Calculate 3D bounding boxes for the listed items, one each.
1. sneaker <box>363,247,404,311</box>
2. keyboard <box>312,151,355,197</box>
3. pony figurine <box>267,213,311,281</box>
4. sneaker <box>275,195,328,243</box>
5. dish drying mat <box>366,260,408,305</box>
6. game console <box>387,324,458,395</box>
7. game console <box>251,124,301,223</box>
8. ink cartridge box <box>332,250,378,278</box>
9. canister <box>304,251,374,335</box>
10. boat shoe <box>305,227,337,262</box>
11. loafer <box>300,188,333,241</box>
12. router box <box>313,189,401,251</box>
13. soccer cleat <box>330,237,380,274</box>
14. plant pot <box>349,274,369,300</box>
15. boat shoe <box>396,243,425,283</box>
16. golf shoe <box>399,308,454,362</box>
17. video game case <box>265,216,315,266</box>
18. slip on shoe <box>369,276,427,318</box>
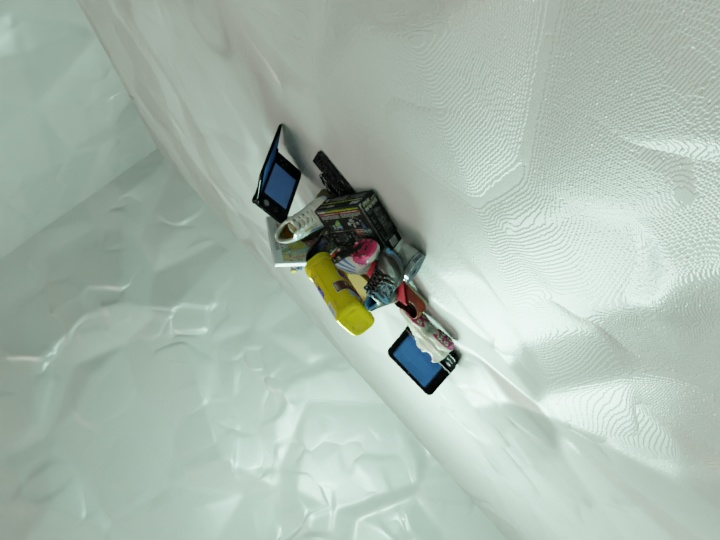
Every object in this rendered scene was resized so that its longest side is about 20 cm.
[{"bbox_3d":[0.053,0.030,1.315,0.073,0.081,0.201,46,151,31],"label":"sneaker"},{"bbox_3d":[-0.064,-0.215,1.442,0.201,0.040,0.104,51,164,-2],"label":"keyboard"},{"bbox_3d":[-0.194,-0.085,1.815,0.192,0.165,0.202,25,-127,-50],"label":"pony figurine"},{"bbox_3d":[-0.154,-0.133,1.512,0.199,0.081,0.077,-35,87,32],"label":"sneaker"},{"bbox_3d":[0.058,0.014,1.413,0.200,0.018,0.077,37,147,44],"label":"dish drying mat"},{"bbox_3d":[0.187,0.262,1.688,0.200,0.116,0.176,44,164,19],"label":"game console"},{"bbox_3d":[-0.221,-0.267,1.526,0.116,0.202,0.176,-17,137,40],"label":"game console"},{"bbox_3d":[0.000,0.000,1.580,0.198,0.048,0.161,3,143,23],"label":"ink cartridge box"},{"bbox_3d":[-0.054,0.063,1.447,0.201,0.086,0.149,55,-175,39],"label":"canister"},{"bbox_3d":[-0.081,-0.089,1.516,0.069,0.200,0.057,44,-157,10],"label":"boat shoe"},{"bbox_3d":[-0.124,-0.160,1.586,0.200,0.076,0.068,-46,63,37],"label":"loafer"},{"bbox_3d":[-0.009,-0.117,1.386,0.199,0.062,0.150,0,131,52],"label":"router box"},{"bbox_3d":[0.005,-0.029,1.364,0.086,0.070,0.199,39,158,-22],"label":"soccer cleat"},{"bbox_3d":[-0.025,0.036,1.614,0.199,0.028,0.201,28,153,16],"label":"plant pot"},{"bbox_3d":[0.100,-0.014,1.390,0.086,0.074,0.202,46,162,12],"label":"boat shoe"},{"bbox_3d":[0.177,0.184,1.588,0.200,0.075,0.092,44,123,24],"label":"golf shoe"},{"bbox_3d":[-0.178,-0.092,1.656,0.023,0.198,0.183,115,146,-49],"label":"video game case"},{"bbox_3d":[0.100,0.059,1.507,0.200,0.061,0.074,40,143,-10],"label":"slip on shoe"}]
